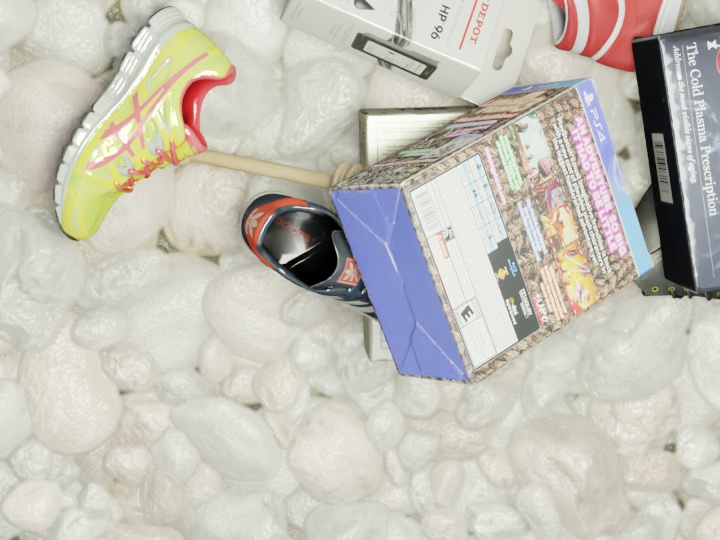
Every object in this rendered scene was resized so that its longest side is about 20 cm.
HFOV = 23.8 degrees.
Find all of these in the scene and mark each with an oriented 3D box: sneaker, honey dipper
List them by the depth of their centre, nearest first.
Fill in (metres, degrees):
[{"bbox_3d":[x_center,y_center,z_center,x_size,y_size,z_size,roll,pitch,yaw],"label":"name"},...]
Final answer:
[{"bbox_3d":[0.000,0.000,1.321,0.199,0.085,0.076,19,97,-8],"label":"sneaker"},{"bbox_3d":[-0.170,-0.104,1.355,0.090,0.078,0.201,32,95,7],"label":"sneaker"},{"bbox_3d":[-0.065,-0.081,1.363,0.199,0.038,0.038,14,99,21],"label":"honey dipper"},{"bbox_3d":[0.211,-0.264,1.378,0.111,0.071,0.202,10,100,-10],"label":"sneaker"},{"bbox_3d":[0.300,0.009,1.437,0.106,0.075,0.200,-44,92,8],"label":"sneaker"}]

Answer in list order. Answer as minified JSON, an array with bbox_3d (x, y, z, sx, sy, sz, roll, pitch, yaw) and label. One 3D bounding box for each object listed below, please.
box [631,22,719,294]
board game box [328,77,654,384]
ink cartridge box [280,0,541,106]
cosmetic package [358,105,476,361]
[{"bbox_3d":[0.322,-0.099,1.334,0.180,0.104,0.202,-10,96,-2],"label":"box"},{"bbox_3d":[0.102,-0.032,1.292,0.199,0.097,0.161,-29,107,-30],"label":"board game box"},{"bbox_3d":[0.051,-0.217,1.353,0.199,0.068,0.117,22,72,-9],"label":"ink cartridge box"},{"bbox_3d":[0.052,-0.031,1.399,0.103,0.073,0.202,-1,100,-5],"label":"cosmetic package"}]
